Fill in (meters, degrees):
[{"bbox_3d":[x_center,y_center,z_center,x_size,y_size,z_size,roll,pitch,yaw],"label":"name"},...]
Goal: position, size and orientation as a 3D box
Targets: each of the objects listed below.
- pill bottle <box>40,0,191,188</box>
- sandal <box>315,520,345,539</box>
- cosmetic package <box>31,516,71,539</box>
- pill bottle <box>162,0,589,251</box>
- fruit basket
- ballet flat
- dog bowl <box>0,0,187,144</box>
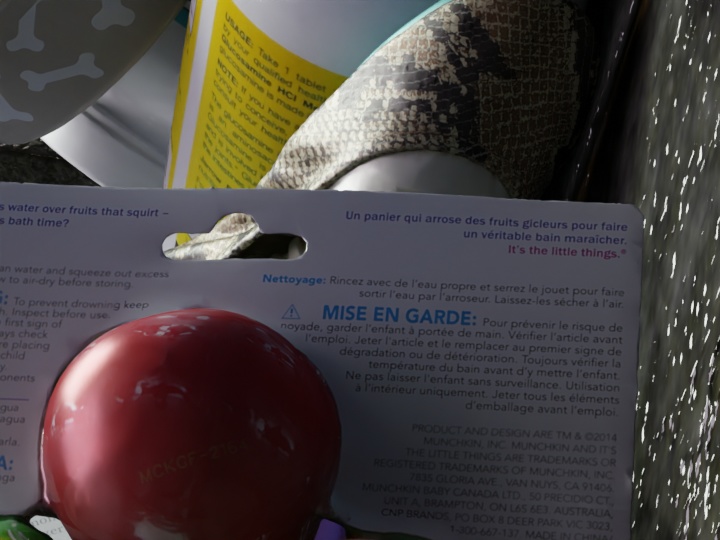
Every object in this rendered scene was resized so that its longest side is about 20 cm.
[{"bbox_3d":[-0.032,-0.114,0.914,0.200,0.111,0.111,-55,7,5],"label":"pill bottle"},{"bbox_3d":[-0.059,0.096,0.722,0.203,0.082,0.050,-51,-34,-46],"label":"sandal"},{"bbox_3d":[-0.092,0.122,0.900,0.200,0.122,0.200,-120,19,-49],"label":"cosmetic package"},{"bbox_3d":[0.005,-0.067,0.759,0.200,0.112,0.113,105,173,-50],"label":"pill bottle"},{"bbox_3d":[-0.033,0.072,0.567,0.094,0.184,0.201,81,-168,-56],"label":"fruit basket"},{"bbox_3d":[-0.008,0.003,0.697,0.200,0.068,0.076,-36,34,38],"label":"ballet flat"},{"bbox_3d":[-0.092,-0.129,0.841,0.200,0.059,0.201,-41,29,29],"label":"dog bowl"}]
